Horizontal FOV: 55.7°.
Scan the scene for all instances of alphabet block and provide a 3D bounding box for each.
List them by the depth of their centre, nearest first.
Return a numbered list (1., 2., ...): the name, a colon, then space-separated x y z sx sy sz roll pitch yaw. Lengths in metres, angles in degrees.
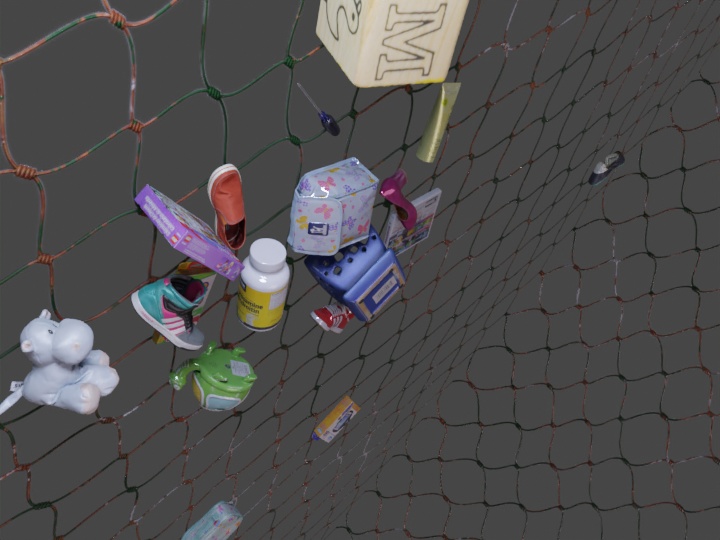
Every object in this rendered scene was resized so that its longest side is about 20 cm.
1. alphabet block: 0.054 -0.454 1.157 0.191 0.197 0.203 -9 137 -24

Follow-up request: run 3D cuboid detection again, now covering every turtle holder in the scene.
1. turtle holder: -0.344 0.265 1.612 0.184 0.141 0.133 -7 135 -54

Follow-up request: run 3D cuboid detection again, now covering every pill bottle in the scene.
1. pill bottle: -0.217 0.031 1.524 0.111 0.112 0.203 -26 146 -36

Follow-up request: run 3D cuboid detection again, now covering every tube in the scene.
1. tube: 0.192 -0.369 1.691 0.058 0.051 0.204 -83 -169 -60

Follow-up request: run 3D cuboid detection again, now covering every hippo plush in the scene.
1. hippo plush: -0.534 0.146 1.207 0.194 0.160 0.165 2 118 -4

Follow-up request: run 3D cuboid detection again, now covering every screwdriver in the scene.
1. screwdriver: -0.087 -0.322 1.354 0.028 0.029 0.200 -47 150 2

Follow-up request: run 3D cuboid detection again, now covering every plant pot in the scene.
1. plant pot: 0.000 0.000 1.740 0.200 0.180 0.201 -44 153 -6

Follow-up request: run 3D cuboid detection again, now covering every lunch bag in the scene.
1. lunch bag: -0.068 -0.132 1.524 0.197 0.127 0.172 -21 142 -31
2. lunch bag: -0.488 0.849 2.248 0.200 0.077 0.161 -44 152 -8

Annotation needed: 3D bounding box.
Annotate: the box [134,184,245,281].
1. box: -0.305 -0.064 1.234 0.039 0.137 0.200 -46 153 1

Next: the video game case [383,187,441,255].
1. video game case: 0.143 -0.130 1.964 0.198 0.023 0.185 -31 148 -34

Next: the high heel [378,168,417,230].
1. high heel: 0.094 -0.162 1.775 0.096 0.067 0.202 -46 148 -25

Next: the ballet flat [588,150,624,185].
1. ballet flat: 1.032 -0.439 2.873 0.198 0.073 0.074 -35 152 -12

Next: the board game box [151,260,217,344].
1. board game box: -0.369 0.066 1.437 0.094 0.030 0.203 -10 132 -51

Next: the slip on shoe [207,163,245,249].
1. slip on shoe: -0.252 -0.121 1.325 0.073 0.061 0.203 -29 146 -29

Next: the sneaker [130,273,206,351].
1. sneaker: -0.349 0.076 1.366 0.119 0.085 0.200 -31 138 9

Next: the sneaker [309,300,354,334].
1. sneaker: -0.067 0.114 1.910 0.113 0.071 0.200 -46 162 5

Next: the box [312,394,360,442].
1. box: -0.092 0.555 2.503 0.200 0.041 0.119 -48 154 -7
